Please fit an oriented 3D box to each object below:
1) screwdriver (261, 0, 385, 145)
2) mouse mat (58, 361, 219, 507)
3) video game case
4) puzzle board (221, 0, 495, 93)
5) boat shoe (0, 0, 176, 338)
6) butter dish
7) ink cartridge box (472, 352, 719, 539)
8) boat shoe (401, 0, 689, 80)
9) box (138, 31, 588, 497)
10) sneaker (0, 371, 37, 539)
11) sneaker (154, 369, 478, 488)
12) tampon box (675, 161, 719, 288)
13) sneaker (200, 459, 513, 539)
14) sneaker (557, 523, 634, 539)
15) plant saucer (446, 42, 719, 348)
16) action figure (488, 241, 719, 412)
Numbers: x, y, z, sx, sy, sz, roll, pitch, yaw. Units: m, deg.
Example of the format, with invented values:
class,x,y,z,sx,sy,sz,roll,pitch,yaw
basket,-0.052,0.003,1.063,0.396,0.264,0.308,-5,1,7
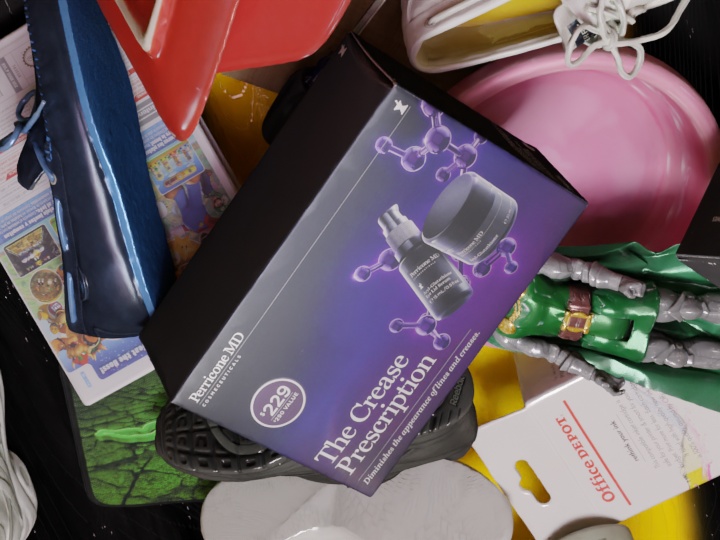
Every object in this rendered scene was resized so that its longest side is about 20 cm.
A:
class,x,y,z,sx,sy,sz,roll,pitch,yaw
screwdriver,-0.003,-0.119,1.058,0.029,0.028,0.200,20,146,-22
mouse mat,-0.080,0.095,1.239,0.199,0.008,0.161,-4,138,-1
video game case,-0.144,-0.043,1.114,0.143,0.018,0.201,-28,95,14
puzzle board,0.026,-0.171,1.091,0.150,0.017,0.201,18,120,-13
boat shoe,-0.155,-0.056,1.063,0.068,0.084,0.201,-9,98,15
butter dish,-0.044,-0.190,0.991,0.147,0.200,0.200,1,126,-28
ink cartridge box,0.172,0.078,1.230,0.199,0.068,0.117,-27,119,12
boat shoe,0.114,-0.136,1.018,0.201,0.087,0.075,-9,146,17
box,0.000,0.000,1.050,0.141,0.079,0.200,29,104,-29
sneaker,-0.248,0.116,1.211,0.077,0.100,0.201,-16,123,7
sneaker,-0.024,0.099,1.186,0.199,0.076,0.091,-4,149,14
tampon box,0.293,-0.055,1.062,0.149,0.126,0.201,31,81,-22
sneaker,0.005,0.160,1.266,0.199,0.076,0.089,-1,157,18
sneaker,0.122,0.250,1.282,0.074,0.107,0.200,-2,151,-24
plant saucer,0.108,-0.047,1.143,0.199,0.051,0.201,-7,126,-9
action figure,0.143,0.027,1.132,0.199,0.055,0.119,9,115,-4
